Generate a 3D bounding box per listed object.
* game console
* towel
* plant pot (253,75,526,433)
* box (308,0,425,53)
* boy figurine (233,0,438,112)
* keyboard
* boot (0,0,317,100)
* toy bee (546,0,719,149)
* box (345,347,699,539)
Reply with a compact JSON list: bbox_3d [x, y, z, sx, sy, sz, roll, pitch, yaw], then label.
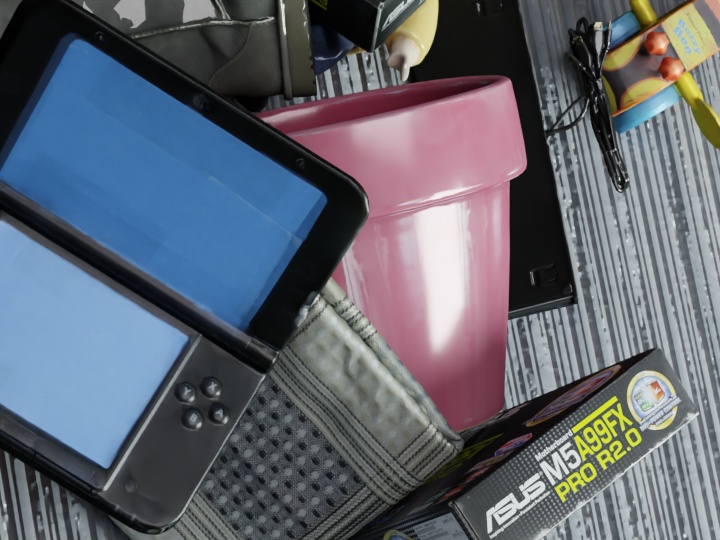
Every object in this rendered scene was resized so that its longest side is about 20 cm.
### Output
[{"bbox_3d":[-0.128,-0.002,1.424,0.200,0.116,0.176,32,62,-1],"label":"game console"},{"bbox_3d":[-0.075,0.069,1.520,0.200,0.192,0.035,50,30,-6],"label":"towel"},{"bbox_3d":[0.000,0.000,1.583,0.200,0.200,0.180,-15,98,-31],"label":"plant pot"},{"bbox_3d":[-0.010,-0.239,1.671,0.193,0.048,0.200,33,56,18],"label":"box"},{"bbox_3d":[-0.001,-0.162,1.685,0.200,0.064,0.124,-31,70,-28],"label":"boy figurine"},{"bbox_3d":[0.098,-0.075,1.704,0.021,0.127,0.201,16,61,-68],"label":"keyboard"},{"bbox_3d":[-0.130,-0.154,1.558,0.199,0.073,0.182,-6,99,2],"label":"boot"},{"bbox_3d":[0.176,-0.118,1.751,0.131,0.109,0.200,41,60,-14],"label":"toy bee"},{"bbox_3d":[0.066,0.119,1.566,0.160,0.200,0.044,-35,94,-31],"label":"box"}]
